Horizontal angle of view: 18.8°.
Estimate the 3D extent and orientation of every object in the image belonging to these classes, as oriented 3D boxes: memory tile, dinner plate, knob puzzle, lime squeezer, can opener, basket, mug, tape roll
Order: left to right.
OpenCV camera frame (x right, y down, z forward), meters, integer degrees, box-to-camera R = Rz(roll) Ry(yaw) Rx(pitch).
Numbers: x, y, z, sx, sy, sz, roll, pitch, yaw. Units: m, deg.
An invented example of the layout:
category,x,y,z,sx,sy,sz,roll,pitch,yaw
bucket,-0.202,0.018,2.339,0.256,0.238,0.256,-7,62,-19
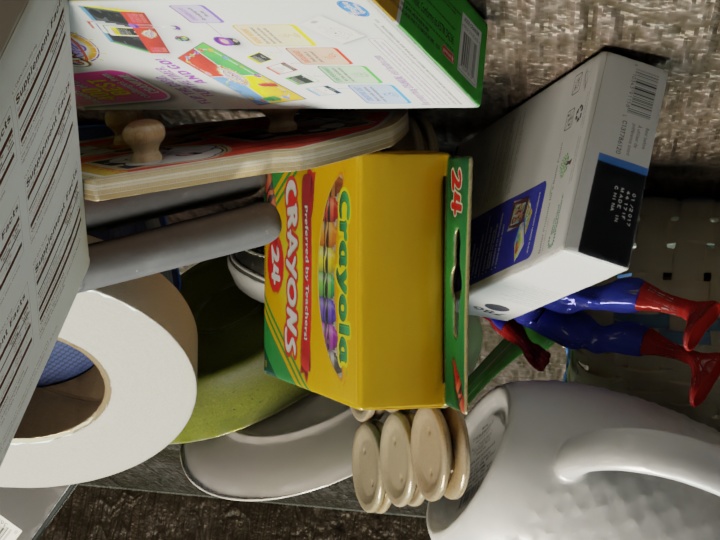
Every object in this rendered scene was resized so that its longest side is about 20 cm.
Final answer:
category,x,y,z,sx,sy,sz,roll,pitch,yaw
tape roll,-0.187,0.049,1.160,0.202,0.037,0.203,-1,143,-1
can opener,-0.131,-0.017,1.051,0.199,0.054,0.067,-15,176,-19
knob puzzle,-0.067,-0.070,1.064,0.219,0.031,0.220,-6,-171,1
dinner plate,-0.022,0.065,1.307,0.200,0.200,0.024,-4,125,40
memory tile,0.019,0.026,1.153,0.017,0.201,0.153,-1,170,-18
lime squeezer,0.083,0.023,1.254,0.071,0.200,0.038,-29,118,22
mug,0.141,0.129,1.134,0.175,0.148,0.200,27,153,-12
basket,0.202,0.048,1.255,0.176,0.139,0.200,3,137,15

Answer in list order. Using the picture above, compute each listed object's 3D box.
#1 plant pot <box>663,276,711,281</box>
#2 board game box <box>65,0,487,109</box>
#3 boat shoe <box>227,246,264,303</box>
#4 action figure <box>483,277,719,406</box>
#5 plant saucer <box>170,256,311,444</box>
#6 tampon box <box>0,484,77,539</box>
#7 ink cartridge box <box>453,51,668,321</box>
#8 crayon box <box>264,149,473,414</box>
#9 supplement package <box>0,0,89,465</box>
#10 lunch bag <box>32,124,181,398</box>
category,x,y,z,sx,sy,sz,roll,pitch,yaw
plant pot,0.256,0.079,1.405,0.199,0.187,0.187,19,170,8
board game box,-0.063,-0.110,0.932,0.199,0.040,0.153,2,167,20
boat shoe,-0.002,-0.022,1.279,0.199,0.071,0.064,-1,131,36
action figure,0.094,0.018,1.160,0.200,0.052,0.066,20,145,33
plant saucer,-0.074,0.031,1.354,0.200,0.200,0.031,-3,125,38
tampon box,-0.239,0.084,1.429,0.150,0.126,0.200,36,-165,-5
ink cartridge box,0.086,-0.034,1.071,0.039,0.100,0.200,16,167,-15
crayon box,0.000,0.000,1.104,0.051,0.127,0.200,-1,-177,-19
supplement package,-0.225,-0.035,0.881,0.191,0.147,0.200,13,141,7
lunch bag,-0.178,0.004,1.240,0.135,0.133,0.200,-3,142,2
